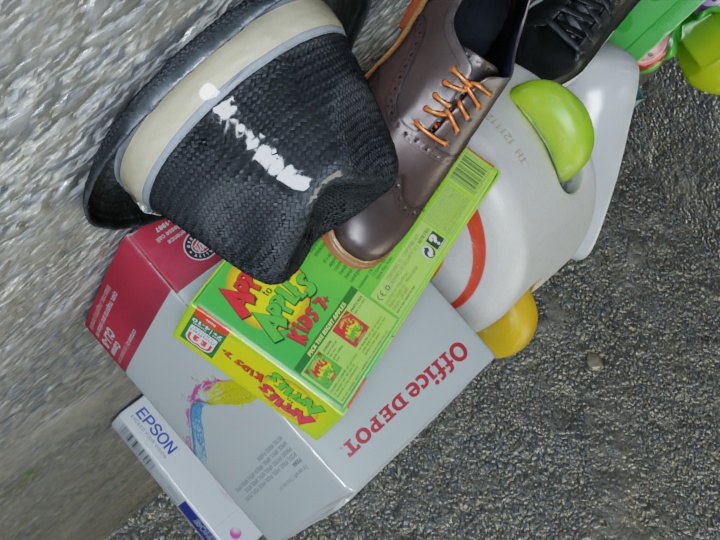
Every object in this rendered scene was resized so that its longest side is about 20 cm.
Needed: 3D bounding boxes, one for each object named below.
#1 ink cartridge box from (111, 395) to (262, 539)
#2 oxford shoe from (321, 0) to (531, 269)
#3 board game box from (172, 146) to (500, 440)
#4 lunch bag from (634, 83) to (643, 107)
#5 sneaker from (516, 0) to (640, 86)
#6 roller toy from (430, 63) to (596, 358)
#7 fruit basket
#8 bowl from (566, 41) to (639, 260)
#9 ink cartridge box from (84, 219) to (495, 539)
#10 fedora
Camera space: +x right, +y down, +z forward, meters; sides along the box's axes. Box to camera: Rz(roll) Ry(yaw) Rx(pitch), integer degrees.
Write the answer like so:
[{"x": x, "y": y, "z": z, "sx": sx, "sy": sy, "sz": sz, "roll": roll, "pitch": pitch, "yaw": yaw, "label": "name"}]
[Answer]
[{"x": -0.134, "y": 0.182, "z": 1.321, "sx": 0.200, "sy": 0.196, "sz": 0.043, "roll": -38, "pitch": 176, "yaw": -33, "label": "ink cartridge box"}, {"x": 0.037, "y": -0.094, "z": 0.668, "sx": 0.073, "sy": 0.071, "sz": 0.200, "roll": -3, "pitch": -119, "yaw": 65, "label": "oxford shoe"}, {"x": -0.009, "y": -0.012, "z": 0.703, "sx": 0.200, "sy": 0.102, "sz": 0.048, "roll": -55, "pitch": -178, "yaw": -33, "label": "board game box"}, {"x": 0.226, "y": -0.180, "z": 1.394, "sx": 0.170, "sy": 0.122, "sz": 0.200, "roll": -45, "pitch": 168, "yaw": 26, "label": "lunch bag"}, {"x": 0.197, "y": -0.238, "z": 1.003, "sx": 0.200, "sy": 0.073, "sz": 0.112, "roll": -48, "pitch": 175, "yaw": -21, "label": "sneaker"}, {"x": 0.061, "y": -0.050, "z": 0.865, "sx": 0.140, "sy": 0.182, "sz": 0.200, "roll": -35, "pitch": 139, "yaw": -44, "label": "roller toy"}, {"x": 0.348, "y": -0.251, "z": 1.249, "sx": 0.216, "sy": 0.216, "sz": 0.155, "roll": -43, "pitch": 175, "yaw": 23, "label": "fruit basket"}, {"x": 0.172, "y": -0.125, "z": 1.137, "sx": 0.200, "sy": 0.074, "sz": 0.200, "roll": -122, "pitch": -139, "yaw": -68, "label": "bowl"}, {"x": -0.048, "y": 0.046, "z": 0.774, "sx": 0.145, "sy": 0.200, "sz": 0.145, "roll": -37, "pitch": 174, "yaw": -34, "label": "ink cartridge box"}, {"x": -0.039, "y": -0.055, "z": 0.586, "sx": 0.201, "sy": 0.092, "sz": 0.201, "roll": -41, "pitch": 175, "yaw": -4, "label": "fedora"}]
